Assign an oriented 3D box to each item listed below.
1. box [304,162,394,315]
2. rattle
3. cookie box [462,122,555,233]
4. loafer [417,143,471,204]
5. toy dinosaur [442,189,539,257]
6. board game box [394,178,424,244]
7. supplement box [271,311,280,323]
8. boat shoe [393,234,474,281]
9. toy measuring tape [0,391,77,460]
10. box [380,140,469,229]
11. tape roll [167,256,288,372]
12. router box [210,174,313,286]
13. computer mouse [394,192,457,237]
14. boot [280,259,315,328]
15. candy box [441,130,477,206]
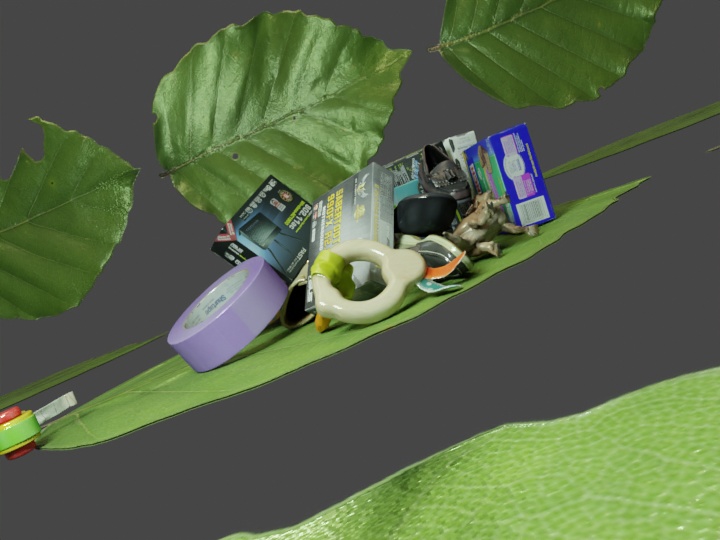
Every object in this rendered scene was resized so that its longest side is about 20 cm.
[{"bbox_3d":[-0.017,-0.044,1.091,0.048,0.202,0.158,21,-31,-34],"label":"box"},{"bbox_3d":[0.037,0.038,0.936,0.198,0.144,0.131,-7,35,-6],"label":"rattle"},{"bbox_3d":[0.259,-0.157,1.265,0.074,0.173,0.200,-19,3,-3],"label":"cookie box"},{"bbox_3d":[0.136,-0.166,1.206,0.071,0.064,0.200,-10,23,-7],"label":"loafer"},{"bbox_3d":[0.175,-0.059,1.077,0.199,0.087,0.135,-31,9,-39],"label":"toy dinosaur"},{"bbox_3d":[0.073,-0.072,1.268,0.047,0.152,0.199,-12,10,45],"label":"board game box"},{"bbox_3d":[-0.185,-0.003,1.306,0.066,0.202,0.069,21,-44,-36],"label":"supplement box"},{"bbox_3d":[0.092,-0.008,1.014,0.066,0.072,0.201,-50,20,-10],"label":"boat shoe"},{"bbox_3d":[-0.474,0.220,1.028,0.073,0.074,0.200,-20,5,26],"label":"toy measuring tape"},{"bbox_3d":[0.124,-0.128,1.375,0.159,0.202,0.044,-20,10,34],"label":"box"},{"bbox_3d":[-0.212,0.067,1.128,0.199,0.066,0.200,-34,19,13],"label":"tape roll"},{"bbox_3d":[-0.155,-0.065,1.271,0.062,0.149,0.201,-49,7,42],"label":"router box"},{"bbox_3d":[0.097,-0.074,1.102,0.137,0.053,0.200,1,-8,-6],"label":"computer mouse"},{"bbox_3d":[-0.065,0.005,1.199,0.201,0.073,0.155,-51,3,6],"label":"boot"},{"bbox_3d":[0.188,-0.161,1.446,0.071,0.202,0.167,-20,2,-31],"label":"candy box"}]
